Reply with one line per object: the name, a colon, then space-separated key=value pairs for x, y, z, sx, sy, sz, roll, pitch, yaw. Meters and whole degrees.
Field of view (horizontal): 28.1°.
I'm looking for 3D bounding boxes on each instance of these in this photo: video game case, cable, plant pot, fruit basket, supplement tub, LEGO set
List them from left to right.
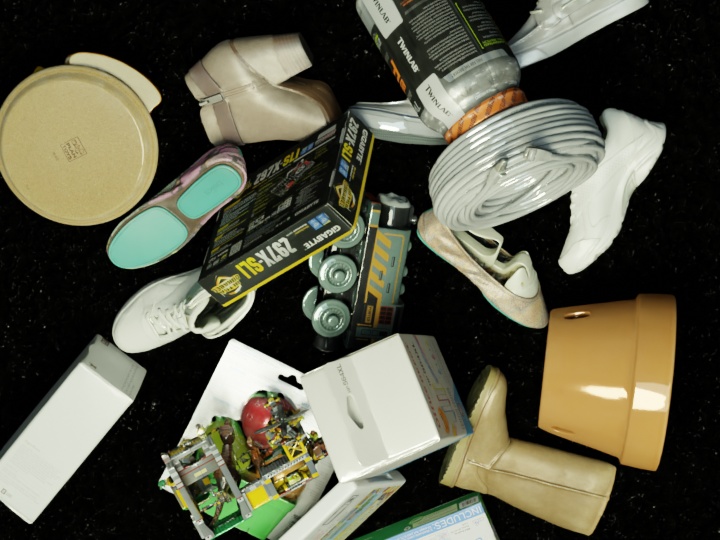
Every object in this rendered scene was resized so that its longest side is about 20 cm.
LEGO set: x=-0.143 y=0.196 z=1.599 sx=0.199 sy=0.154 sz=0.116 roll=-25 pitch=111 yaw=0
fruit basket: x=-0.119 y=0.209 z=1.726 sx=0.185 sy=0.094 sz=0.201 roll=26 pitch=88 yaw=-8
video game case: x=-0.049 y=0.310 z=1.700 sx=0.200 sy=0.182 sz=0.023 roll=-45 pitch=72 yaw=10
supplement tub: x=0.091 y=-0.236 z=1.540 sx=0.122 sy=0.123 sz=0.201 roll=-31 pitch=78 yaw=8
cable: x=0.165 y=-0.110 z=1.551 sx=0.200 sy=0.199 sz=0.070 roll=-39 pitch=69 yaw=45
plant pot: x=0.278 y=0.121 z=1.642 sx=0.139 sy=0.200 sz=0.201 roll=6 pitch=106 yaw=8

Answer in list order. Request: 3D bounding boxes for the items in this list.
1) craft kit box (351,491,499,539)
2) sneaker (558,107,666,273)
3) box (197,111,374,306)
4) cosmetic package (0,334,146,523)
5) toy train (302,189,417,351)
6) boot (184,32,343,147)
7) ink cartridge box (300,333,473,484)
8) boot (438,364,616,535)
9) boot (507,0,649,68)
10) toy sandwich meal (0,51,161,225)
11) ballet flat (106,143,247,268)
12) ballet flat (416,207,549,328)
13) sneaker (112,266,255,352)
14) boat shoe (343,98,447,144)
craft kit box: x=0.094 y=0.399 z=1.790 sx=0.199 sy=0.049 sz=0.198 roll=-21 pitch=102 yaw=6
sneaker: x=0.265 y=-0.095 z=1.645 sx=0.099 sy=0.078 sz=0.201 roll=27 pitch=96 yaw=1
box: x=-0.081 y=-0.066 z=1.564 sx=0.200 sy=0.160 sz=0.049 roll=-30 pitch=120 yaw=31
cosmetic package: x=-0.347 y=0.183 z=1.693 sx=0.081 sy=0.113 sz=0.200 roll=40 pitch=104 yaw=-10
toy train: x=0.000 y=0.000 z=1.664 sx=0.113 sy=0.085 sz=0.201 roll=6 pitch=103 yaw=-16
boot: x=-0.102 y=-0.173 z=1.625 sx=0.146 sy=0.070 sz=0.201 roll=-22 pitch=107 yaw=14
ink cartridge box: x=0.030 y=0.153 z=1.606 sx=0.125 sy=0.200 sz=0.129 roll=-25 pitch=81 yaw=13
boot: x=0.213 y=0.215 z=1.731 sx=0.199 sy=0.066 sz=0.176 roll=18 pitch=117 yaw=-4
boot: x=0.214 y=-0.295 z=1.591 sx=0.199 sy=0.074 sz=0.096 roll=-28 pitch=98 yaw=-1
toy sandwich meal: x=-0.316 y=-0.152 z=1.627 sx=0.204 sy=0.070 sz=0.206 roll=0 pitch=110 yaw=1
ballet flat: x=-0.206 y=-0.075 z=1.638 sx=0.200 sy=0.071 sz=0.069 roll=-37 pitch=114 yaw=20
ballet flat: x=0.154 y=-0.008 z=1.657 sx=0.200 sy=0.068 sz=0.067 roll=36 pitch=132 yaw=-12
sneaker: x=-0.207 y=0.047 z=1.654 sx=0.199 sy=0.116 sz=0.074 roll=-29 pitch=105 yaw=9
boat shoe: x=0.080 y=-0.179 z=1.625 sx=0.199 sy=0.074 sz=0.067 roll=7 pitch=85 yaw=-8
